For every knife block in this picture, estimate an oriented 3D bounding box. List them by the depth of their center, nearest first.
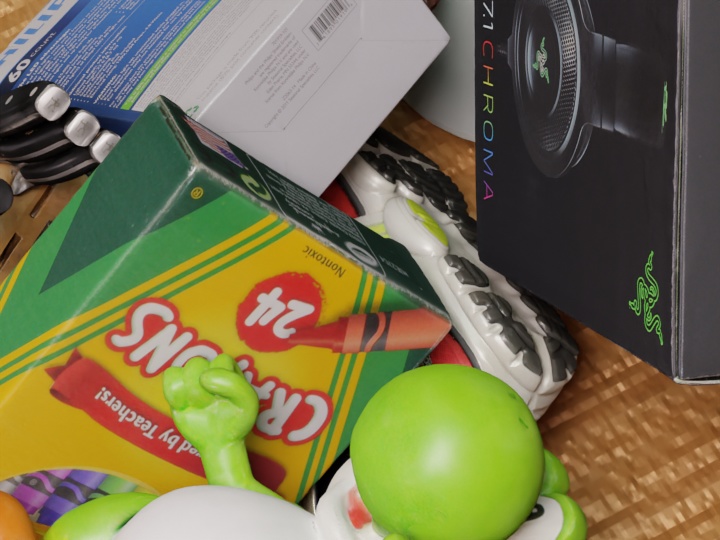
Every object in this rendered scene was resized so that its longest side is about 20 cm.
[{"bbox_3d":[-0.154,-0.027,0.911,0.199,0.176,0.064,23,65,20],"label":"knife block"}]

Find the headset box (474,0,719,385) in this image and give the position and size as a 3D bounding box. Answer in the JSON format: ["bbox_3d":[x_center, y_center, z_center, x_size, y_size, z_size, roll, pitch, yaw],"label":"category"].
[{"bbox_3d":[0.112,-0.068,0.793,0.092,0.175,0.200,-4,13,-16],"label":"headset box"}]

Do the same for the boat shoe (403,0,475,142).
[{"bbox_3d":[0.097,-0.084,0.966,0.199,0.071,0.064,12,18,38],"label":"boat shoe"}]

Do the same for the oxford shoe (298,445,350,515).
[{"bbox_3d":[0.024,0.140,0.847,0.071,0.074,0.200,-28,60,-8],"label":"oxford shoe"}]

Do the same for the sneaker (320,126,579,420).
[{"bbox_3d":[0.000,0.000,0.936,0.085,0.077,0.200,-50,48,16],"label":"sneaker"}]

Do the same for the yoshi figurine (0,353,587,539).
[{"bbox_3d":[-0.024,0.078,0.760,0.199,0.112,0.113,-13,88,-13],"label":"yoshi figurine"}]

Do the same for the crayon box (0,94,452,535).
[{"bbox_3d":[-0.079,0.053,0.837,0.200,0.127,0.051,-49,38,13],"label":"crayon box"}]

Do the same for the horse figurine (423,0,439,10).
[{"bbox_3d":[-0.007,-0.146,1.001,0.200,0.050,0.133,2,69,51],"label":"horse figurine"}]

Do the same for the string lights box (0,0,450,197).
[{"bbox_3d":[-0.066,-0.079,0.933,0.103,0.059,0.200,-50,29,-16],"label":"string lights box"}]
